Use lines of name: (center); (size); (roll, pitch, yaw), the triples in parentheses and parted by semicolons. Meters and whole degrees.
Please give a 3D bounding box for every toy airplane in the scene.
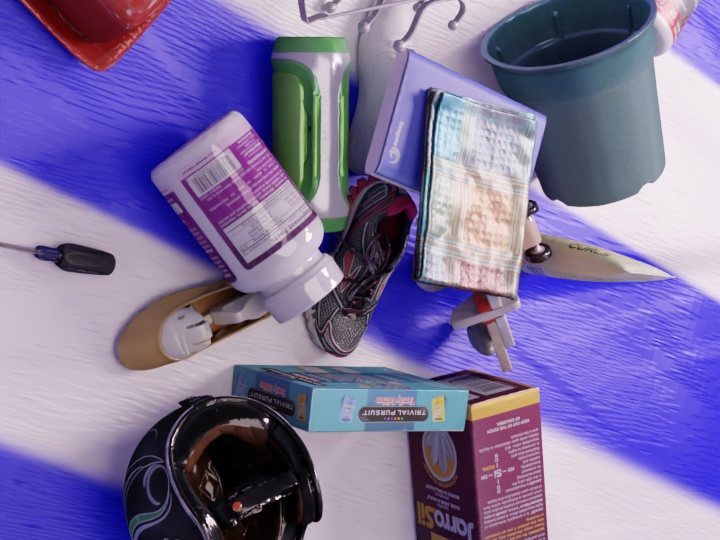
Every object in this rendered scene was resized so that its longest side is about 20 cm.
toy airplane: (0.123, 0.006, 1.804); (0.199, 0.141, 0.200); (24, 62, -64)

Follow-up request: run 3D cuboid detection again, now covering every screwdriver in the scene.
screwdriver: (-0.325, -0.021, 1.552); (0.200, 0.029, 0.028); (12, 90, -32)

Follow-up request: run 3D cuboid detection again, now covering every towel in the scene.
towel: (0.120, -0.078, 1.674); (0.147, 0.022, 0.200); (10, 83, -37)

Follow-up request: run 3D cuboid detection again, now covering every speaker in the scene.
speaker: (-0.052, -0.142, 1.692); (0.088, 0.088, 0.200); (-4, 99, -35)

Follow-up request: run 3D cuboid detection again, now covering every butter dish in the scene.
butter dish: (-0.224, -0.313, 1.509); (0.200, 0.148, 0.199); (47, 70, -30)

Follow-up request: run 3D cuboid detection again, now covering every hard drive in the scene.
hard drive: (0.103, -0.133, 1.697); (0.200, 0.025, 0.132); (20, 81, -36)

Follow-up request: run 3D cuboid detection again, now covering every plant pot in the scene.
plant pot: (0.257, -0.191, 1.854); (0.200, 0.200, 0.196); (-34, 122, -27)

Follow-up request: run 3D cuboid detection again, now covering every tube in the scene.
tube: (0.262, -0.009, 1.864); (0.058, 0.200, 0.052); (-40, 119, -24)

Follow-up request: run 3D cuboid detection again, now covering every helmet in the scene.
helmet: (-0.141, 0.232, 1.613); (0.200, 0.191, 0.200); (10, 57, -15)

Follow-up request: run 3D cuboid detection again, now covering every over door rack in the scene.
over door rack: (-0.015, -0.274, 1.658); (0.200, 0.148, 0.067); (-5, 116, -34)

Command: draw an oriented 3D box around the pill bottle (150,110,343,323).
pill bottle: (-0.107, -0.050, 1.617); (0.112, 0.112, 0.200); (-40, 100, -25)

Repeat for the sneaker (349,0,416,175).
sneaker: (0.050, -0.198, 1.740); (0.074, 0.116, 0.200); (8, 90, -34)

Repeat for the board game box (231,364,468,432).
board game box: (-0.012, 0.135, 1.716); (0.200, 0.151, 0.047); (3, 95, -35)

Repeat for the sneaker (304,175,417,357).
sneaker: (0.000, 0.000, 1.744); (0.081, 0.075, 0.200); (7, 105, -37)

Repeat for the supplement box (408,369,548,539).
supplement box: (0.131, 0.225, 1.844); (0.103, 0.131, 0.200); (-12, 102, -33)

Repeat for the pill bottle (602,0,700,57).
pill bottle: (0.364, -0.363, 1.943); (0.116, 0.116, 0.200); (44, 71, -31)

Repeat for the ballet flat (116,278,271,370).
ballet flat: (-0.154, 0.046, 1.657); (0.200, 0.063, 0.069); (-29, 114, -29)
